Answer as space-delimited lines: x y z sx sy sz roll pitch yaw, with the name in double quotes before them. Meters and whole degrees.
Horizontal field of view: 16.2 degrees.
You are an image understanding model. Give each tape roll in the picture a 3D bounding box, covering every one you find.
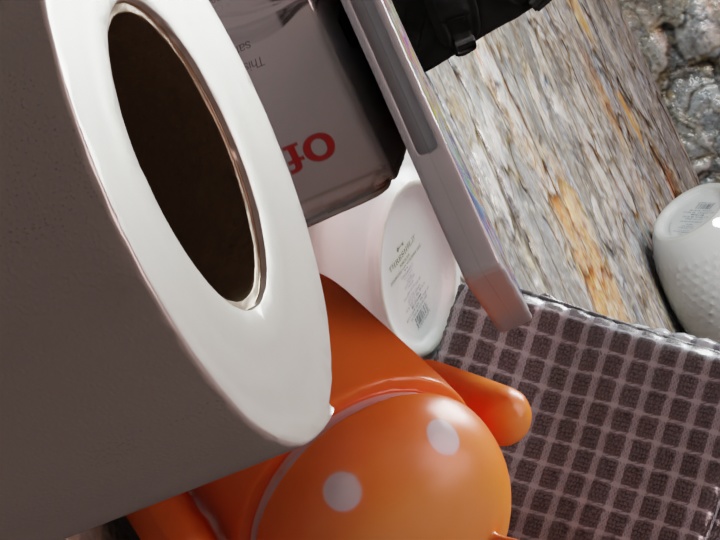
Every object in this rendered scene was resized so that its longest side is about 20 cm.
"tape roll" -0.113 -0.013 0.826 0.203 0.139 0.204 -21 90 -76

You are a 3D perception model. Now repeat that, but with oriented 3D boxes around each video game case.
"video game case" 0.019 -0.077 1.060 0.143 0.018 0.201 49 17 -77

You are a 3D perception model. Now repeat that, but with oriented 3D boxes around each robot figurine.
"robot figurine" -0.015 0.074 1.020 0.143 0.117 0.200 19 17 -43

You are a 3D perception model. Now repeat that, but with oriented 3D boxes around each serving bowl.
"serving bowl" 0.000 0.000 1.228 0.200 0.065 0.201 1 89 -63

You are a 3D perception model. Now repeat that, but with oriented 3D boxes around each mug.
"mug" 0.373 -0.002 2.640 0.176 0.148 0.200 53 -11 -25

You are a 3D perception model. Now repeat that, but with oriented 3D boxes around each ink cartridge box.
"ink cartridge box" -0.086 -0.104 1.046 0.085 0.145 0.201 -72 138 -73

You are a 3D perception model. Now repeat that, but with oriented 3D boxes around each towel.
"towel" 0.096 0.112 1.211 0.086 0.165 0.201 36 70 -65

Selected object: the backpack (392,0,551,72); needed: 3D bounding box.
"backpack" 0.042 -0.269 1.779 0.200 0.163 0.154 48 15 -37
